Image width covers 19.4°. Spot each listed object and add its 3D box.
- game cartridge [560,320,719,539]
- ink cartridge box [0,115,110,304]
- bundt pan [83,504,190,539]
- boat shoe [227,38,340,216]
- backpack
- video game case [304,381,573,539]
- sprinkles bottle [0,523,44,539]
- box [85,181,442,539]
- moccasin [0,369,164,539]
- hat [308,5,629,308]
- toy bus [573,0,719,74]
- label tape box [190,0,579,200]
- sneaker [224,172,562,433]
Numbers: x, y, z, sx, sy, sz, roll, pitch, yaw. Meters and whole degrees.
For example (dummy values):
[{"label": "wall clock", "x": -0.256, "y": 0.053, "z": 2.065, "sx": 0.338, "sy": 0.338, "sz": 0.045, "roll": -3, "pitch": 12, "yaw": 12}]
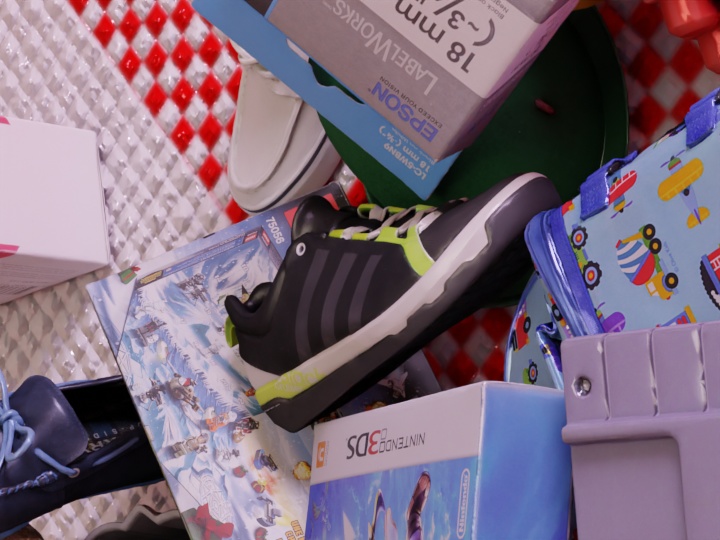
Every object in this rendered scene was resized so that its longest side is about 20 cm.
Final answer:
[{"label": "game cartridge", "x": 0.133, "y": 0.116, "z": 0.724, "sx": 0.129, "sy": 0.038, "sz": 0.201, "roll": -10, "pitch": 82, "yaw": 46}, {"label": "ink cartridge box", "x": -0.263, "y": -0.023, "z": 1.201, "sx": 0.199, "sy": 0.146, "sz": 0.083, "roll": -18, "pitch": 74, "yaw": 40}, {"label": "bundt pan", "x": -0.075, "y": 0.218, "z": 1.057, "sx": 0.201, "sy": 0.076, "sz": 0.203, "roll": -5, "pitch": 83, "yaw": 43}, {"label": "boat shoe", "x": -0.032, "y": -0.120, "z": 1.047, "sx": 0.072, "sy": 0.066, "sz": 0.201, "roll": 40, "pitch": 114, "yaw": 38}, {"label": "backpack", "x": 0.134, "y": 0.040, "z": 0.838, "sx": 0.200, "sy": 0.134, "sz": 0.183, "roll": -32, "pitch": 67, "yaw": 38}, {"label": "video game case", "x": 0.021, "y": 0.154, "z": 0.844, "sx": 0.181, "sy": 0.045, "sz": 0.201, "roll": 156, "pitch": 122, "yaw": -67}, {"label": "sprinkles bottle", "x": -0.127, "y": 0.194, "z": 1.010, "sx": 0.200, "sy": 0.068, "sz": 0.069, "roll": 31, "pitch": 108, "yaw": 40}, {"label": "box", "x": -0.032, "y": 0.069, "z": 0.998, "sx": 0.136, "sy": 0.040, "sz": 0.201, "roll": -22, "pitch": 64, "yaw": -7}, {"label": "moccasin", "x": -0.164, "y": 0.079, "z": 1.061, "sx": 0.080, "sy": 0.199, "sz": 0.068, "roll": 47, "pitch": 131, "yaw": 25}, {"label": "hat", "x": -0.002, "y": -0.082, "z": 0.939, "sx": 0.166, "sy": 0.176, "sz": 0.200, "roll": -51, "pitch": 55, "yaw": 29}, {"label": "toy bus", "x": 0.110, "y": -0.171, "z": 0.880, "sx": 0.199, "sy": 0.136, "sz": 0.193, "roll": -16, "pitch": 90, "yaw": 33}, {"label": "label tape box", "x": 0.007, "y": -0.121, "z": 0.855, "sx": 0.144, "sy": 0.063, "sz": 0.200, "roll": 40, "pitch": 131, "yaw": 5}, {"label": "sneaker", "x": 0.000, "y": 0.000, "z": 0.907, "sx": 0.200, "sy": 0.072, "sz": 0.083, "roll": -38, "pitch": 81, "yaw": 41}]
